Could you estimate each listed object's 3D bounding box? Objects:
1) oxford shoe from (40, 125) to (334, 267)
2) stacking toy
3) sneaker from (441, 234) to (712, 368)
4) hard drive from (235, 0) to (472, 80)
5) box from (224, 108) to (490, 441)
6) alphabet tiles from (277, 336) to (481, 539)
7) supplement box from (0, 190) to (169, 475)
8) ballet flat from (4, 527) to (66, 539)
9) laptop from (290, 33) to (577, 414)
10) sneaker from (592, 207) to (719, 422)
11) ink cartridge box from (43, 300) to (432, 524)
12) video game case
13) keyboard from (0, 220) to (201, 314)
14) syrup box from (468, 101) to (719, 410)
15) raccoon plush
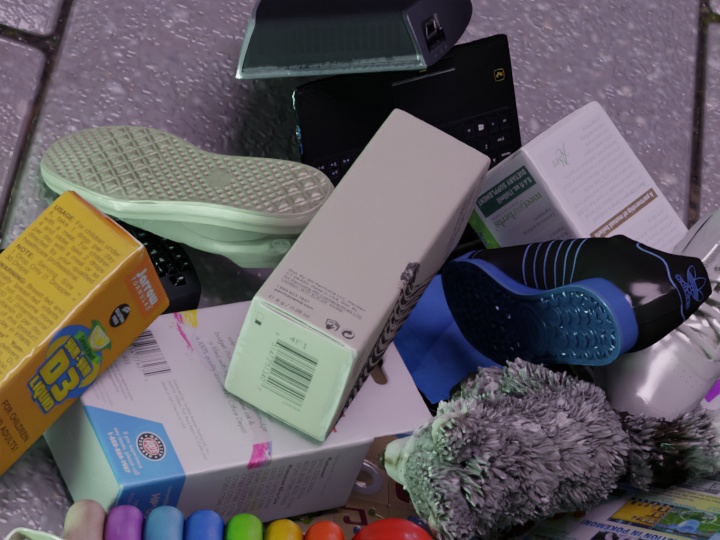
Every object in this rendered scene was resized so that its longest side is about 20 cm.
[{"bbox_3d":[-0.105,-0.041,1.735,0.200,0.058,0.075,12,47,22],"label":"oxford shoe"},{"bbox_3d":[-0.056,0.163,1.530,0.199,0.085,0.086,-1,48,-1],"label":"stacking toy"},{"bbox_3d":[0.124,0.015,1.670,0.078,0.200,0.070,-23,106,-25],"label":"sneaker"},{"bbox_3d":[-0.002,-0.162,1.830,0.135,0.042,0.200,-2,16,11],"label":"hard drive"},{"bbox_3d":[0.000,0.000,1.640,0.068,0.082,0.200,28,45,8],"label":"box"},{"bbox_3d":[0.016,0.102,1.713,0.199,0.006,0.167,13,46,-13],"label":"alphabet tiles"},{"bbox_3d":[-0.197,0.054,1.554,0.069,0.067,0.200,33,72,28],"label":"supplement box"},{"bbox_3d":[-0.189,0.168,1.475,0.199,0.068,0.075,4,72,14],"label":"ballet flat"},{"bbox_3d":[0.067,-0.032,1.784,0.177,0.201,0.103,-17,15,-36],"label":"laptop"},{"bbox_3d":[0.206,0.017,1.694,0.076,0.080,0.200,44,54,-11],"label":"sneaker"},{"bbox_3d":[-0.073,0.083,1.638,0.200,0.068,0.115,-9,52,-27],"label":"ink cartridge box"},{"bbox_3d":[0.173,0.138,1.628,0.200,0.022,0.182,8,36,46],"label":"video game case"},{"bbox_3d":[-0.177,0.015,1.682,0.200,0.040,0.104,-18,58,-34],"label":"keyboard"},{"bbox_3d":[0.157,0.006,1.767,0.081,0.079,0.200,-34,89,-39],"label":"syrup box"},{"bbox_3d":[0.111,0.093,1.571,0.200,0.134,0.097,-16,92,7],"label":"raccoon plush"}]
